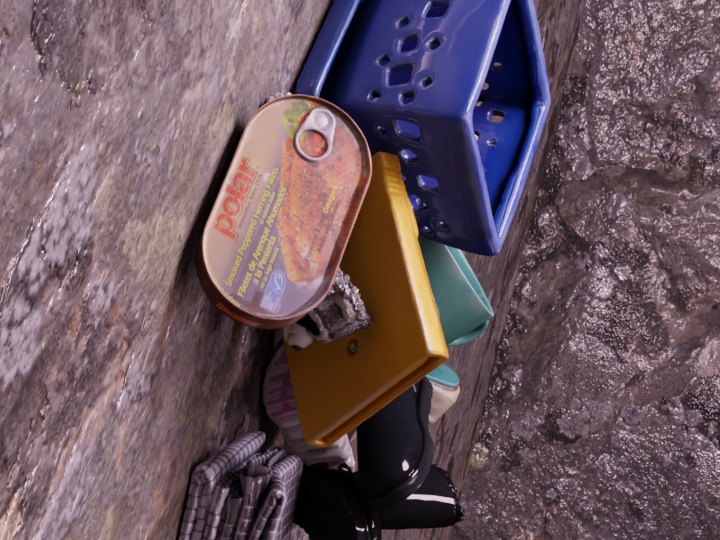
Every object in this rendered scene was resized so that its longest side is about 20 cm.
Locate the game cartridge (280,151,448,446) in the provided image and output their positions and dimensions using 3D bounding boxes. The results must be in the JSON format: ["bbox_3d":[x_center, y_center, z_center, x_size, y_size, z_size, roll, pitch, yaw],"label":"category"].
[{"bbox_3d":[-0.006,0.026,1.590,0.176,0.032,0.201,-38,-128,39],"label":"game cartridge"}]

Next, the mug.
[{"bbox_3d":[0.054,0.022,1.826,0.186,0.114,0.152,58,7,-15],"label":"mug"}]

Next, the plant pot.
[{"bbox_3d":[0.055,-0.157,1.668,0.201,0.178,0.201,72,33,-51],"label":"plant pot"}]

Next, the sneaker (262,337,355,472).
[{"bbox_3d":[-0.053,0.126,1.840,0.089,0.080,0.201,-93,176,-48],"label":"sneaker"}]

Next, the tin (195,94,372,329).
[{"bbox_3d":[-0.063,-0.047,1.461,0.042,0.111,0.201,-39,-153,61],"label":"tin"}]

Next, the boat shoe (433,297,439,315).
[{"bbox_3d":[0.000,0.000,1.660,0.063,0.200,0.071,11,115,-39],"label":"boat shoe"}]

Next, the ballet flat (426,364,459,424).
[{"bbox_3d":[0.008,0.096,1.866,0.070,0.199,0.070,-54,-164,22],"label":"ballet flat"}]

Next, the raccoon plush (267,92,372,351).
[{"bbox_3d":[-0.041,-0.036,1.512,0.097,0.133,0.202,-28,132,-74],"label":"raccoon plush"}]

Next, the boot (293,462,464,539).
[{"bbox_3d":[0.024,0.232,1.764,0.198,0.161,0.074,-153,-111,-63],"label":"boot"}]

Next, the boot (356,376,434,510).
[{"bbox_3d":[-0.008,0.107,1.694,0.076,0.168,0.201,-33,-157,24],"label":"boot"}]

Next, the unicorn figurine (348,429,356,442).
[{"bbox_3d":[-0.011,0.075,1.960,0.137,0.073,0.201,-159,-89,-79],"label":"unicorn figurine"}]

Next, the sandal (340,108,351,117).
[{"bbox_3d":[-0.057,-0.053,1.599,0.045,0.075,0.201,-64,173,-70],"label":"sandal"}]

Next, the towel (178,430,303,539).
[{"bbox_3d":[-0.110,0.261,1.688,0.166,0.085,0.202,-25,128,-77],"label":"towel"}]
